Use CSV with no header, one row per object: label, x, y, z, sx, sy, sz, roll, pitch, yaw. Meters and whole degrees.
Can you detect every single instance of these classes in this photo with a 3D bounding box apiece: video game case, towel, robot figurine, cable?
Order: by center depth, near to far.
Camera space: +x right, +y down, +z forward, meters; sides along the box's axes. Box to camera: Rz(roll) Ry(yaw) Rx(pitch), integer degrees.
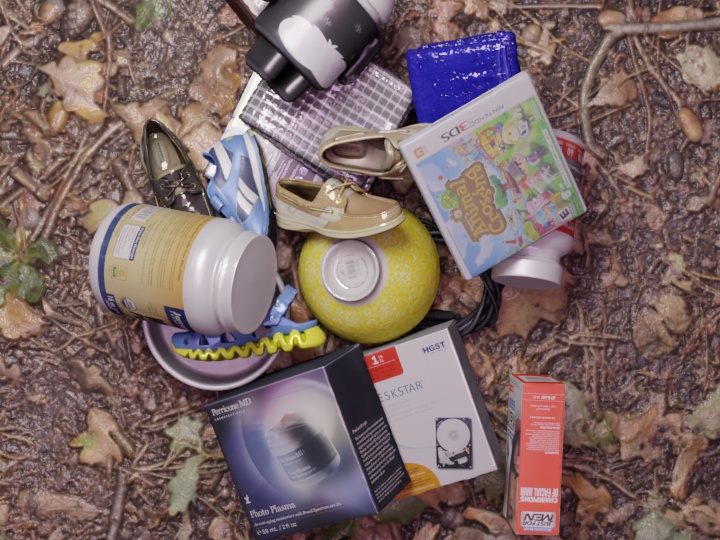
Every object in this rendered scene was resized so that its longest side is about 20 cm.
robot figurine,-0.050,-0.304,1.256,0.125,0.150,0.200,44,93,12
video game case,0.167,-0.115,1.279,0.181,0.022,0.201,-30,112,-2
towel,0.142,-0.193,1.306,0.146,0.050,0.202,-7,109,18
towel,-0.038,-0.216,1.361,0.199,0.086,0.167,31,89,-5
cable,0.106,0.018,1.432,0.200,0.051,0.163,41,89,-3

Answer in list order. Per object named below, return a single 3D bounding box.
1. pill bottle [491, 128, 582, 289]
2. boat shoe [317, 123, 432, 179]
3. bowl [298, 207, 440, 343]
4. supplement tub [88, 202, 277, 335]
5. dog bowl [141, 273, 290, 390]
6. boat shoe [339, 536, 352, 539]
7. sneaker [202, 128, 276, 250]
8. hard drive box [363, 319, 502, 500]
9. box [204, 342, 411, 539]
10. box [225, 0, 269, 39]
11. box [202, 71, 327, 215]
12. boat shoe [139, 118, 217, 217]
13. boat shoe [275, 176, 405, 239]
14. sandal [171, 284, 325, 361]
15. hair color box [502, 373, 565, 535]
pill bottle,0.234,-0.082,1.388,0.115,0.116,0.202,8,80,-2
boat shoe,0.045,-0.145,1.288,0.198,0.065,0.073,4,112,4
bowl,0.000,0.000,1.374,0.198,0.108,0.203,0,89,15
supplement tub,-0.217,0.000,1.270,0.198,0.144,0.146,11,90,21
dog bowl,-0.194,0.059,1.407,0.198,0.079,0.203,0,91,-2
boat shoe,-0.069,0.460,1.421,0.200,0.071,0.065,-43,91,-2
sneaker,-0.158,-0.084,1.357,0.081,0.074,0.202,-11,74,-1
hard drive box,0.087,0.189,1.401,0.155,0.077,0.202,-20,91,15
box,-0.071,0.228,1.357,0.199,0.123,0.200,-21,91,27
box,-0.107,-0.435,1.361,0.200,0.164,0.166,-41,92,-1
box,-0.104,-0.181,1.423,0.160,0.049,0.201,26,90,-5
boat shoe,-0.250,-0.116,1.374,0.073,0.065,0.201,-28,67,-10
boat shoe,-0.034,-0.085,1.321,0.198,0.074,0.067,5,118,33
sandal,-0.148,0.071,1.337,0.198,0.079,0.088,-9,87,-10
hair color box,0.237,0.249,1.410,0.063,0.111,0.202,2,90,-1
